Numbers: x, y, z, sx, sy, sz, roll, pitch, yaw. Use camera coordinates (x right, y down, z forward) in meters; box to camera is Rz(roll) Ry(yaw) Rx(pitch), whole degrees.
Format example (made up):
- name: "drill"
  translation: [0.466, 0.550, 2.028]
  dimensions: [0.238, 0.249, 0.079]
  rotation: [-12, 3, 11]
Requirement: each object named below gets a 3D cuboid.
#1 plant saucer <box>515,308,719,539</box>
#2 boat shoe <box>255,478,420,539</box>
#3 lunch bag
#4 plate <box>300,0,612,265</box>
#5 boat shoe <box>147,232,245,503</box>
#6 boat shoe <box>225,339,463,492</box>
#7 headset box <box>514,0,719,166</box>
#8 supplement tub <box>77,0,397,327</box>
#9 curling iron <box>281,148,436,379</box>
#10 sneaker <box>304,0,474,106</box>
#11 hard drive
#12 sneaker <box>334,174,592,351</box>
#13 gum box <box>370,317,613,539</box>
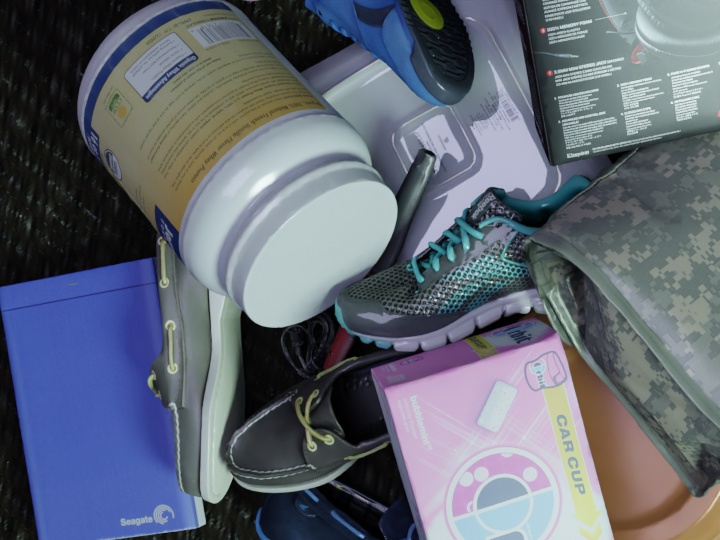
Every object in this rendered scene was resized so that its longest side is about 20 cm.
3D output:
- name: "plant saucer"
  translation: [0.171, 0.108, 0.966]
  dimensions: [0.199, 0.037, 0.202]
  rotation: [0, 91, 16]
- name: "boat shoe"
  translation: [0.020, 0.187, 0.990]
  dimensions: [0.199, 0.084, 0.069]
  rotation: [18, 99, 13]
- name: "lunch bag"
  translation: [0.214, 0.010, 0.885]
  dimensions: [0.164, 0.118, 0.200]
  rotation: [-37, 82, -16]
- name: "plate"
  translation: [0.054, -0.085, 0.997]
  dimensions: [0.199, 0.032, 0.200]
  rotation: [-29, 83, 15]
- name: "boat shoe"
  translation: [-0.119, 0.064, 1.033]
  dimensions: [0.060, 0.072, 0.203]
  rotation: [0, 85, 13]
- name: "boat shoe"
  translation: [-0.008, 0.094, 0.977]
  dimensions: [0.200, 0.061, 0.072]
  rotation: [-23, 69, 11]
- name: "headset box"
  translation: [0.161, -0.178, 0.831]
  dimensions: [0.148, 0.075, 0.201]
  rotation: [-12, 115, 4]
- name: "supplement tub"
  translation: [-0.082, -0.073, 0.955]
  dimensions: [0.145, 0.144, 0.200]
  rotation: [-49, 61, 12]
- name: "curling iron"
  translation: [0.000, 0.000, 0.989]
  dimensions: [0.049, 0.026, 0.201]
  rotation: [38, 121, 12]
- name: "sneaker"
  translation: [0.011, -0.176, 0.973]
  dimensions: [0.078, 0.066, 0.201]
  rotation: [-43, 58, 29]
- name: "hard drive"
  translation: [-0.196, 0.101, 1.080]
  dimensions: [0.131, 0.025, 0.201]
  rotation: [-10, 89, 16]
- name: "sneaker"
  translation: [0.076, -0.011, 0.939]
  dimensions: [0.199, 0.078, 0.092]
  rotation: [-15, 122, -6]
- name: "gum box"
  translation: [0.090, 0.145, 0.907]
  dimensions: [0.113, 0.066, 0.201]
  rotation: [-17, 99, -5]
